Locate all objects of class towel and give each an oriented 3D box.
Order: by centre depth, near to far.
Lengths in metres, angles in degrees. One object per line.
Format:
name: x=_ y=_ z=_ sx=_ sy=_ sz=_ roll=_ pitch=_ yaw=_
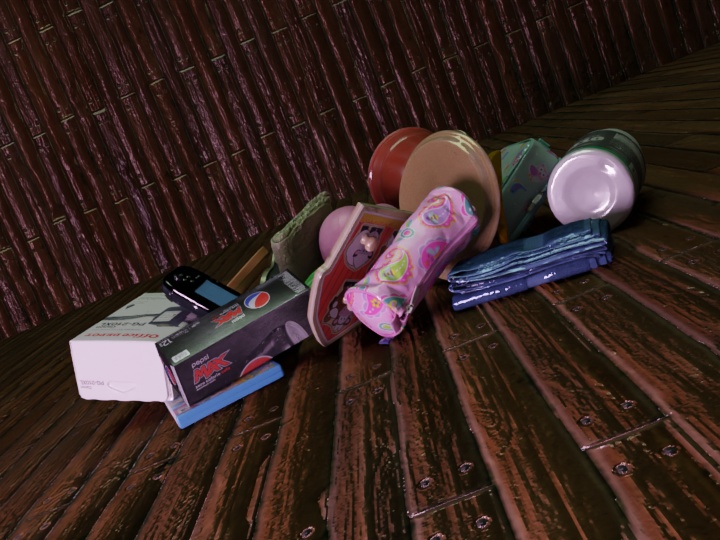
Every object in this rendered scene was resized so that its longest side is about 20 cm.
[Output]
towel: x=0.202 y=-0.014 z=1.006 sx=0.197 sy=0.049 sz=0.112 roll=-19 pitch=9 yaw=21
towel: x=-0.094 y=-0.036 z=1.490 sx=0.036 sy=0.150 sz=0.200 roll=4 pitch=31 yaw=24

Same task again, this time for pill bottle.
pill bottle: x=0.328 y=-0.129 z=1.149 sx=0.112 sy=0.115 sz=0.200 roll=-17 pitch=11 yaw=28

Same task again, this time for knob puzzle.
knob puzzle: x=0.004 y=0.015 z=1.071 sx=0.030 sy=0.222 sz=0.219 roll=35 pitch=44 yaw=25

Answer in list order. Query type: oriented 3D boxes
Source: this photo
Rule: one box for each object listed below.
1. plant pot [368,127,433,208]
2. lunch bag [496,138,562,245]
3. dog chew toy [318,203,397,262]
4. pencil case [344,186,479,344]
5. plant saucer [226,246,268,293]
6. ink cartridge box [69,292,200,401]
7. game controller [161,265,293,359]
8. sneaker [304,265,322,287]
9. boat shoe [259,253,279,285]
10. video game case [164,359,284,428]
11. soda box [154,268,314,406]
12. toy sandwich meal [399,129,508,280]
plant pot: x=0.138 y=-0.183 z=1.707 sx=0.198 sy=0.203 sz=0.195 roll=-24 pitch=18 yaw=-12
lunch bag: x=0.226 y=-0.121 z=1.270 sx=0.161 sy=0.077 sz=0.200 roll=-53 pitch=8 yaw=0
dog chew toy: x=0.030 y=-0.060 z=1.466 sx=0.197 sy=0.127 sz=0.125 roll=-11 pitch=12 yaw=16
pencil case: x=0.067 y=-0.010 z=1.020 sx=0.201 sy=0.088 sz=0.087 roll=-50 pitch=22 yaw=-27
plant saucer: x=-0.237 y=0.041 z=1.570 sx=0.201 sy=0.032 sz=0.200 roll=-50 pitch=4 yaw=4
ink cartridge box: x=-0.284 y=0.101 z=1.172 sx=0.142 sy=0.086 sz=0.200 roll=-1 pitch=17 yaw=17
game controller: x=-0.176 y=0.054 z=1.156 sx=0.042 sy=0.198 sz=0.105 roll=-60 pitch=1 yaw=24
sneaker: x=-0.018 y=0.022 z=1.238 sx=0.198 sy=0.075 sz=0.083 roll=-15 pitch=8 yaw=35
boat shoe: x=-0.143 y=0.003 z=1.591 sx=0.062 sy=0.075 sz=0.202 roll=0 pitch=23 yaw=4
video game case: x=-0.189 y=0.149 z=1.110 sx=0.142 sy=0.018 sz=0.200 roll=-26 pitch=10 yaw=-17
soda box: x=-0.150 y=0.082 z=1.052 sx=0.198 sy=0.072 sz=0.063 roll=-30 pitch=37 yaw=-22
toy sandwich meal: x=0.132 y=-0.088 z=1.144 sx=0.070 sy=0.209 sz=0.204 roll=-8 pitch=-2 yaw=-40
